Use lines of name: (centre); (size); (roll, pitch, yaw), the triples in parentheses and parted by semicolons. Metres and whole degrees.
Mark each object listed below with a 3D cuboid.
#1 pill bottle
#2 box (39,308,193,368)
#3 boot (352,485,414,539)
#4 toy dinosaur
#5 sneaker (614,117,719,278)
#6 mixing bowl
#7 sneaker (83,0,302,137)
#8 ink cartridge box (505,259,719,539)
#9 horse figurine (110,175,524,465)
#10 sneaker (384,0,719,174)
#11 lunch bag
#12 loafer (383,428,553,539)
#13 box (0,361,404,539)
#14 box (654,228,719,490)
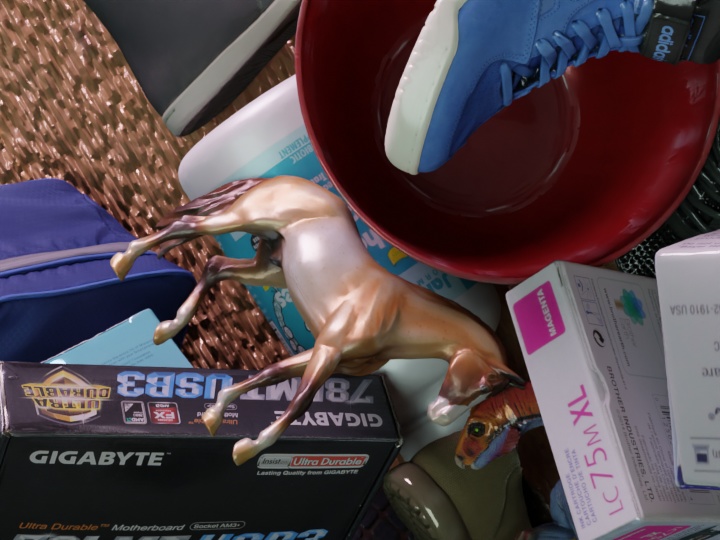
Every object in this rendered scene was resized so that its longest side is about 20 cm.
pill bottle: (0.000, 0.000, 0.953); (0.110, 0.111, 0.201); (-34, 90, 28)
box: (-0.132, 0.116, 0.981); (0.049, 0.082, 0.201); (48, 152, 31)
boot: (-0.029, 0.156, 1.049); (0.200, 0.075, 0.097); (43, 139, 2)
toy dinosaur: (0.110, 0.121, 0.877); (0.104, 0.200, 0.183); (-7, 108, 25)
sneaker: (0.185, -0.063, 0.865); (0.080, 0.086, 0.200); (43, 118, 9)
mixing bowl: (0.064, -0.086, 0.873); (0.198, 0.108, 0.203); (1, 82, -5)
sneaker: (-0.068, -0.169, 0.954); (0.106, 0.075, 0.200); (49, 119, 2)
ink cartridge box: (0.155, 0.066, 0.839); (0.042, 0.199, 0.120); (-33, 62, 38)
horse figurine: (-0.031, 0.011, 0.845); (0.200, 0.132, 0.050); (51, 166, 40)
sneaker: (0.100, -0.109, 0.787); (0.111, 0.077, 0.201); (31, 74, 8)
lunch bag: (-0.184, 0.041, 1.005); (0.132, 0.199, 0.137); (36, 120, 31)
loafer: (0.067, 0.138, 0.940); (0.067, 0.200, 0.076); (-36, 65, -6)
box: (-0.103, 0.127, 0.910); (0.199, 0.198, 0.050); (117, 146, -43)
box: (0.252, 0.024, 0.774); (0.183, 0.199, 0.106); (-2, 98, 38)
